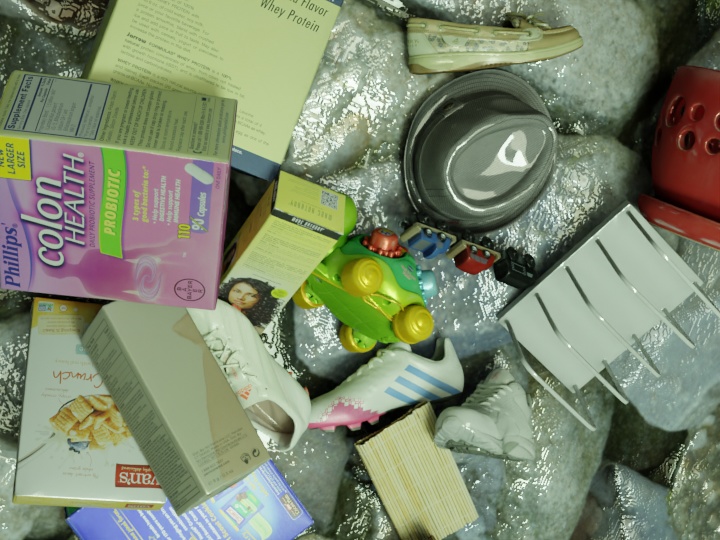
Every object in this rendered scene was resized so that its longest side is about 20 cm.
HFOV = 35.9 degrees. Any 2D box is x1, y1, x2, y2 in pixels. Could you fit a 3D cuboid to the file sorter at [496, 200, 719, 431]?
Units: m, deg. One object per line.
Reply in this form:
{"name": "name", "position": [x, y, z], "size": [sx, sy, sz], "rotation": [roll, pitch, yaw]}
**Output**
{"name": "file sorter", "position": [0.280, 0.055, 1.232], "size": [0.200, 0.125, 0.139], "rotation": [-43, 110, 13]}

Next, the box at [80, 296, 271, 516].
{"name": "box", "position": [-0.178, 0.120, 1.055], "size": [0.078, 0.095, 0.201], "rotation": [-25, 81, -35]}

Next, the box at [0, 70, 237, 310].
{"name": "box", "position": [-0.218, -0.068, 0.994], "size": [0.199, 0.097, 0.177], "rotation": [7, 132, -7]}

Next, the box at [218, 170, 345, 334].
{"name": "box", "position": [-0.090, -0.012, 1.101], "size": [0.075, 0.200, 0.050], "rotation": [19, 50, -18]}

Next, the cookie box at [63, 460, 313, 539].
{"name": "cookie box", "position": [-0.180, 0.251, 1.163], "size": [0.200, 0.075, 0.172], "rotation": [-36, 104, -11]}

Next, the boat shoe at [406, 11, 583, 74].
{"name": "boat shoe", "position": [0.147, -0.252, 1.203], "size": [0.199, 0.073, 0.063], "rotation": [-10, 99, -15]}

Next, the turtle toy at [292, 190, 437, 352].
{"name": "turtle toy", "position": [0.000, 0.000, 1.166], "size": [0.200, 0.145, 0.101], "rotation": [44, 62, -19]}

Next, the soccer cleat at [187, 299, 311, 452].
{"name": "soccer cleat", "position": [-0.122, 0.099, 1.117], "size": [0.069, 0.078, 0.200], "rotation": [-33, 112, 26]}

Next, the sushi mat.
{"name": "sushi mat", "position": [0.066, 0.238, 1.243], "size": [0.095, 0.012, 0.201], "rotation": [-32, 125, -12]}

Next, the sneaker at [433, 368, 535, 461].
{"name": "sneaker", "position": [0.138, 0.156, 1.231], "size": [0.200, 0.078, 0.100], "rotation": [25, 69, -61]}

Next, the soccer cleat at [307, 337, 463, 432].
{"name": "soccer cleat", "position": [0.019, 0.122, 1.222], "size": [0.199, 0.070, 0.087], "rotation": [-10, 92, -22]}

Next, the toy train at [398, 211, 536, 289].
{"name": "toy train", "position": [0.121, -0.017, 1.218], "size": [0.199, 0.034, 0.046], "rotation": [19, 52, -34]}

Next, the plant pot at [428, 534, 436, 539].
{"name": "plant pot", "position": [0.053, 0.430, 1.213], "size": [0.198, 0.200, 0.201], "rotation": [-33, 106, -4]}

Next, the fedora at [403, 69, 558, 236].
{"name": "fedora", "position": [0.146, -0.126, 1.210], "size": [0.199, 0.090, 0.178], "rotation": [-26, 105, -13]}

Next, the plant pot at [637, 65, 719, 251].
{"name": "plant pot", "position": [0.421, -0.116, 1.253], "size": [0.199, 0.200, 0.183], "rotation": [16, 102, -19]}

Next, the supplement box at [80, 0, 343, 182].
{"name": "supplement box", "position": [-0.150, -0.217, 1.077], "size": [0.199, 0.134, 0.201], "rotation": [20, 91, -19]}

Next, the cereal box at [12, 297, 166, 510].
{"name": "cereal box", "position": [-0.259, 0.131, 1.091], "size": [0.143, 0.040, 0.201], "rotation": [7, 63, -20]}
